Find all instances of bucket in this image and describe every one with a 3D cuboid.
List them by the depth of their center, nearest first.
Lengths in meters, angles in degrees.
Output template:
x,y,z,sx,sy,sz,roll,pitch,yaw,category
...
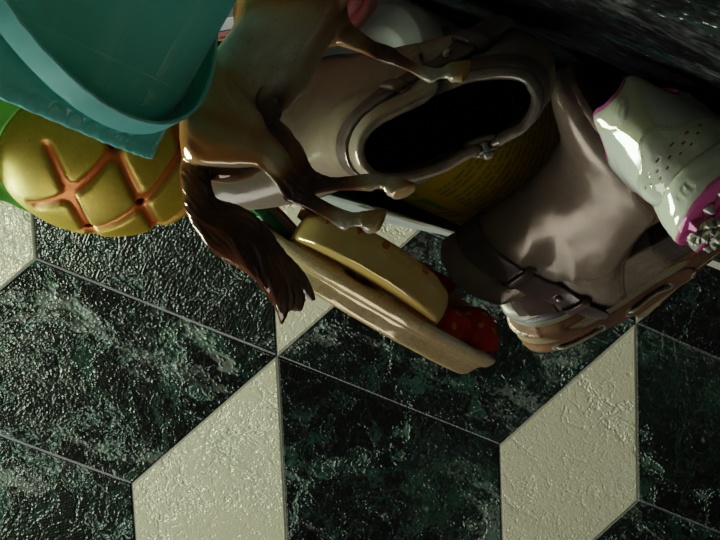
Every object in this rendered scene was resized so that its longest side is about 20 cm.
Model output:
x,y,z,sx,sy,sz,roll,pitch,yaw,category
-0.137,-0.141,0.641,0.206,0.135,0.207,23,-177,-1,bucket

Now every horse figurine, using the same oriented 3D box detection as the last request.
x,y,z,sx,sy,sz,roll,pitch,yaw,category
-0.027,-0.082,0.705,0.132,0.201,0.050,18,160,16,horse figurine

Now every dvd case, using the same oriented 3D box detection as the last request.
x,y,z,sx,sy,sz,roll,pitch,yaw,category
-0.013,-0.053,1.087,0.142,0.018,0.199,14,179,41,dvd case

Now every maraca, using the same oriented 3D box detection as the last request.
x,y,z,sx,sy,sz,roll,pitch,yaw,category
-0.160,-0.075,0.913,0.199,0.137,0.107,-4,-131,-28,maraca

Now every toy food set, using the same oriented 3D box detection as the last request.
x,y,z,sx,sy,sz,roll,pitch,yaw,category
0.000,0.000,0.984,0.198,0.049,0.200,31,-178,42,toy food set

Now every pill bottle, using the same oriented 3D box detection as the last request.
x,y,z,sx,sy,sz,roll,pitch,yaw,category
0.068,-0.086,1.007,0.199,0.112,0.111,20,-175,-44,pill bottle

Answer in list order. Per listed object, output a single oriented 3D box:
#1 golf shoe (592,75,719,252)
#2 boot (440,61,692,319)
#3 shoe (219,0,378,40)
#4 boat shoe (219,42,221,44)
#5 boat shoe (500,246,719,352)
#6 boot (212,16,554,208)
x,y,z,sx,sy,sz,roll,pitch,yaw,category
0.176,-0.061,0.848,0.092,0.075,0.200,45,-171,13,golf shoe
0.113,-0.034,0.949,0.146,0.071,0.200,-21,137,27,boot
-0.092,-0.146,0.855,0.199,0.072,0.091,-2,175,28,shoe
-0.073,-0.130,0.978,0.074,0.062,0.200,3,145,18,boat shoe
0.186,-0.007,1.090,0.072,0.199,0.076,72,172,-47,boat shoe
0.003,-0.072,0.815,0.070,0.199,0.146,61,-174,-15,boot
